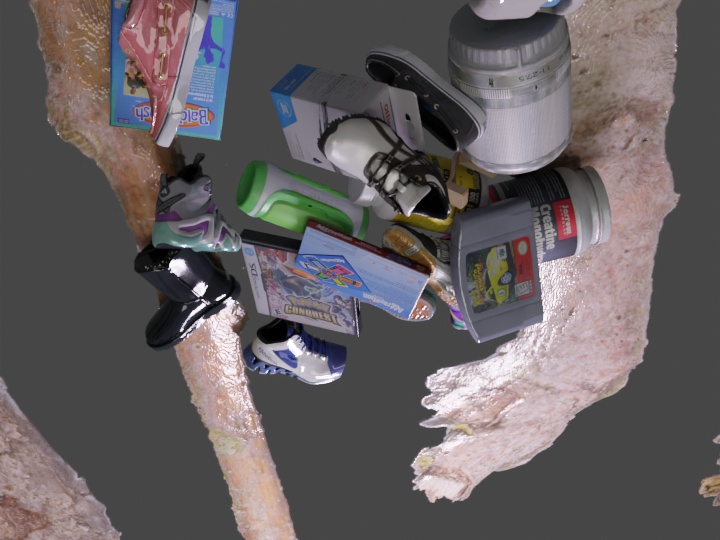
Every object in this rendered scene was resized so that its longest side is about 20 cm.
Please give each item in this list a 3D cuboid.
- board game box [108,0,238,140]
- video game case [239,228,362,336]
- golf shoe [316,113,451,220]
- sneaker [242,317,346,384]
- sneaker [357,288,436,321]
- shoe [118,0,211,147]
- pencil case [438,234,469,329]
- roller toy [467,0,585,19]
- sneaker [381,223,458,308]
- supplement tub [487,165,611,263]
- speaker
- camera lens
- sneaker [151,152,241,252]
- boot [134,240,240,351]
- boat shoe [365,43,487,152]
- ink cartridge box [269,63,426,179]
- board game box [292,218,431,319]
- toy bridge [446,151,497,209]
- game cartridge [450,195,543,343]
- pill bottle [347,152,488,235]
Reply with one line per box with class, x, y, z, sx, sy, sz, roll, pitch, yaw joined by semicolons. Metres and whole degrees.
board game box;-0.243;-0.272;0.906;0.149;0.045;0.202;5;132;-17
video game case;-0.097;0.023;1.176;0.196;0.026;0.183;12;137;16
golf shoe;0.040;-0.122;0.862;0.197;0.095;0.078;18;121;-34
sneaker;-0.113;0.140;1.308;0.195;0.082;0.116;8;134;-17
sneaker;0.046;0.018;1.165;0.197;0.080;0.072;18;137;29
shoe;-0.248;-0.250;0.849;0.089;0.072;0.202;12;125;-21
pencil case;0.177;0.024;1.256;0.087;0.089;0.201;-20;135;8
roller toy;0.194;-0.384;0.794;0.136;0.203;0.184;-5;145;-6
sneaker;0.116;-0.022;1.094;0.199;0.089;0.075;36;146;-24
supplement tub;0.284;-0.083;1.132;0.196;0.142;0.142;-14;135;2
speaker;-0.086;-0.098;1.081;0.197;0.089;0.089;20;127;-28
camera lens;0.201;-0.245;0.945;0.157;0.162;0.202;-15;135;4
sneaker;-0.233;-0.100;1.045;0.076;0.143;0.200;0;179;15
boot;-0.317;0.031;1.159;0.198;0.077;0.168;-32;136;9
boat shoe;0.071;-0.221;0.923;0.066;0.199;0.070;-42;163;-21
ink cartridge box;-0.016;-0.190;0.934;0.067;0.197;0.117;-48;142;-28
board game box;0.000;0.000;1.073;0.196;0.020;0.104;22;133;-1
toy bridge;0.172;-0.160;1.035;0.200;0.067;0.028;-42;146;-33
game cartridge;0.201;0.003;1.051;0.130;0.041;0.204;-15;110;-8
pill bottle;0.086;-0.123;1.071;0.196;0.114;0.113;10;131;-21
